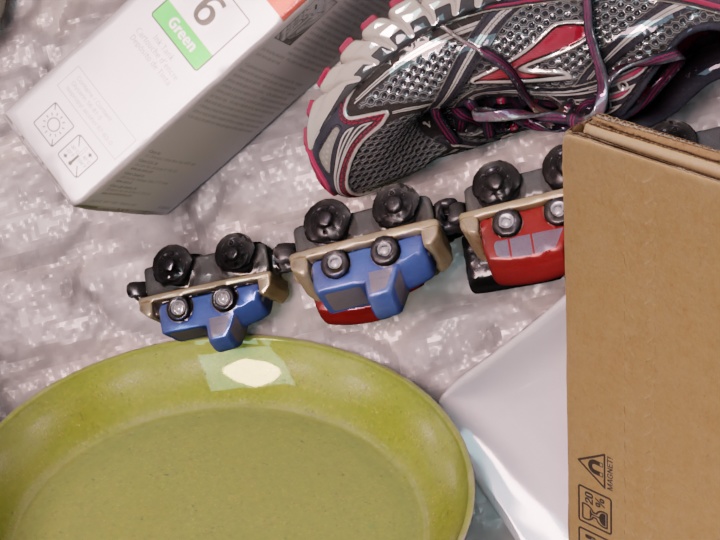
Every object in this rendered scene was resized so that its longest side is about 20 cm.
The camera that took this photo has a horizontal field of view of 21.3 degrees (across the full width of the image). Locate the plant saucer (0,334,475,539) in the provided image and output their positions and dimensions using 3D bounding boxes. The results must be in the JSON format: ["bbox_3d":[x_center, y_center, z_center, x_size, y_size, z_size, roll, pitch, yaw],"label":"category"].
[{"bbox_3d":[-0.055,0.094,0.733,0.198,0.201,0.031,7,124,12],"label":"plant saucer"}]

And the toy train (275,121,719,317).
[{"bbox_3d":[0.065,-0.018,0.723,0.198,0.034,0.046,-12,68,9],"label":"toy train"}]

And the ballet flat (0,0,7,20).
[{"bbox_3d":[-0.213,-0.060,0.816,0.067,0.064,0.201,27,96,11],"label":"ballet flat"}]

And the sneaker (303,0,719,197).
[{"bbox_3d":[0.070,-0.078,0.735,0.199,0.081,0.075,-25,66,12],"label":"sneaker"}]

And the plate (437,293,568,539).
[{"bbox_3d":[0.135,0.089,0.706,0.201,0.032,0.200,56,142,8],"label":"plate"}]

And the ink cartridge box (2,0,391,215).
[{"bbox_3d":[-0.037,-0.104,0.753,0.200,0.109,0.050,-41,82,9],"label":"ink cartridge box"}]

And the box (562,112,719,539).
[{"bbox_3d":[0.136,0.061,0.644,0.163,0.021,0.202,22,127,41],"label":"box"}]

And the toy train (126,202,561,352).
[{"bbox_3d":[0.000,0.000,0.781,0.198,0.034,0.046,-10,79,12],"label":"toy train"}]
